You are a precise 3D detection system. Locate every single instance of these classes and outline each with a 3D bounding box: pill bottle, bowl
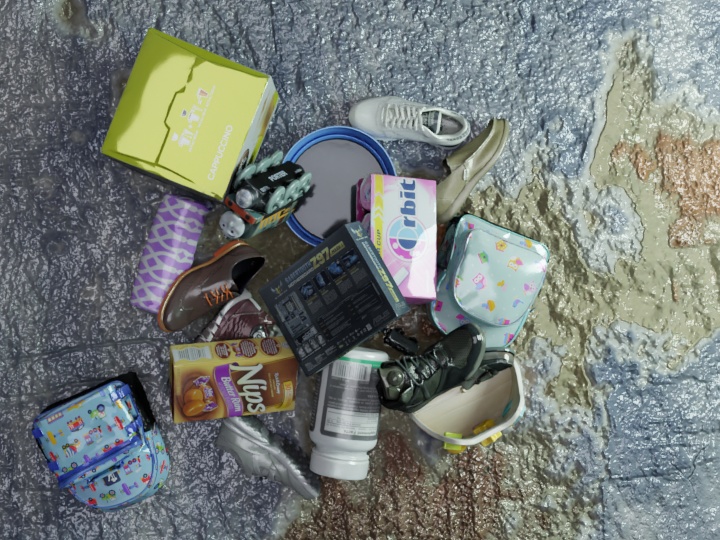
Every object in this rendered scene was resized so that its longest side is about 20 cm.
[{"bbox_3d":[-0.022,0.224,1.653,0.111,0.113,0.203,9,90,-3],"label":"pill bottle"},{"bbox_3d":[-0.038,-0.132,1.687,0.197,0.039,0.204,0,90,-3],"label":"bowl"}]

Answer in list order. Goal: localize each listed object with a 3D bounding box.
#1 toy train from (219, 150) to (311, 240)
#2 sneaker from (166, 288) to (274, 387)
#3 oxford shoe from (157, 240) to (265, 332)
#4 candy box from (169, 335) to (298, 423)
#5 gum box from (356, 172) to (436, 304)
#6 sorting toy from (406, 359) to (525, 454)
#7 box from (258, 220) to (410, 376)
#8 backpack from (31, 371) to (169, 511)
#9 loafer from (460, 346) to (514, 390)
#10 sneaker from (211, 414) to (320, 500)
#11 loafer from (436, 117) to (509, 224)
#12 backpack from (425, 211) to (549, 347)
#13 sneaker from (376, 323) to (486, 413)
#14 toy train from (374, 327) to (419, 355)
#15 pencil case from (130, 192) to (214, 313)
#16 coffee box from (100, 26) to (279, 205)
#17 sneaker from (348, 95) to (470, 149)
[{"bbox_3d":[-0.146,-0.108,1.571,0.085,0.200,0.115,35,115,7],"label":"toy train"},{"bbox_3d":[-0.214,0.137,1.662,0.115,0.076,0.201,40,87,-6],"label":"sneaker"},{"bbox_3d":[-0.233,0.026,1.620,0.200,0.072,0.072,-45,129,-23],"label":"oxford shoe"},{"bbox_3d":[-0.199,0.170,1.624,0.197,0.057,0.118,-5,126,-17],"label":"candy box"},{"bbox_3d":[0.056,-0.053,1.622,0.112,0.066,0.203,5,79,-22],"label":"gum box"},{"bbox_3d":[0.188,0.233,1.632,0.198,0.180,0.108,-27,92,-2],"label":"sorting toy"},{"bbox_3d":[-0.042,0.044,1.561,0.199,0.051,0.159,-36,81,29],"label":"box"},{"bbox_3d":[-0.400,0.285,1.622,0.180,0.135,0.202,-22,94,-2],"label":"backpack"},{"bbox_3d":[0.157,0.172,1.648,0.198,0.072,0.064,-16,60,31],"label":"loafer"},{"bbox_3d":[-0.151,0.309,1.677,0.199,0.075,0.082,39,103,3],"label":"sneaker"},{"bbox_3d":[0.170,-0.171,1.680,0.067,0.076,0.201,34,88,-9],"label":"loafer"},{"bbox_3d":[0.197,0.028,1.649,0.174,0.153,0.202,21,97,-8],"label":"backpack"},{"bbox_3d":[0.101,0.153,1.582,0.199,0.114,0.077,-38,66,26],"label":"sneaker"},{"bbox_3d":[0.008,0.080,1.688,0.199,0.046,0.034,33,75,-4],"label":"toy train"},{"bbox_3d":[-0.303,-0.026,1.650,0.083,0.085,0.202,20,89,13],"label":"pencil case"},{"bbox_3d":[-0.256,-0.226,1.591,0.198,0.198,0.202,22,89,-1],"label":"coffee box"},{"bbox_3d":[0.079,-0.246,1.673,0.197,0.081,0.078,6,92,-2],"label":"sneaker"}]
